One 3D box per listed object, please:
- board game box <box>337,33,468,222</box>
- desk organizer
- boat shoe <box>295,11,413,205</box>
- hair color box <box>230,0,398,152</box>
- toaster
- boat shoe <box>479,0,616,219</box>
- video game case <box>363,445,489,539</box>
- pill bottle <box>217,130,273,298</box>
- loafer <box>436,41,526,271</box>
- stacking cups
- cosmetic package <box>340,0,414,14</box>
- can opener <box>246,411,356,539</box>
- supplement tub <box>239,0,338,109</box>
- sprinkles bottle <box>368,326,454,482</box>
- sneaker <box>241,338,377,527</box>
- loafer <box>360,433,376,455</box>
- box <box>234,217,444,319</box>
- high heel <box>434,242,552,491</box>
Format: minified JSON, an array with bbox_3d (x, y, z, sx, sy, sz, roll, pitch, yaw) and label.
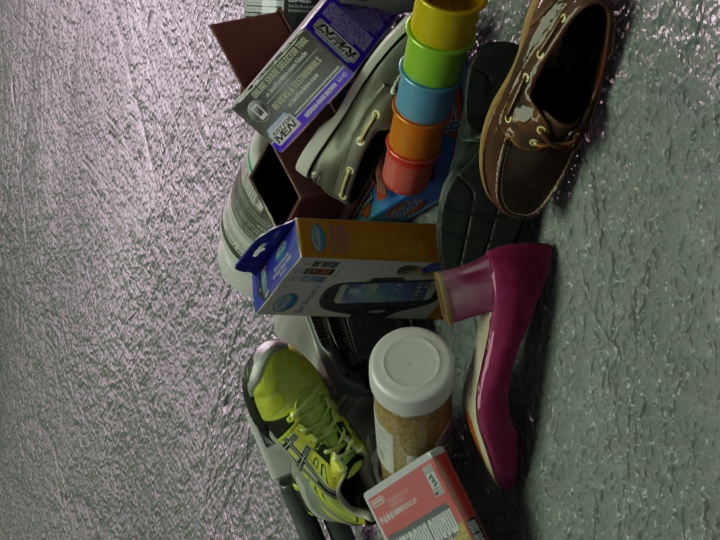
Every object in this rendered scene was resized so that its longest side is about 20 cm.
[{"bbox_3d":[0.038,-0.128,1.829,0.200,0.045,0.153,149,119,-64],"label":"board game box"},{"bbox_3d":[-0.072,-0.133,1.870,0.200,0.077,0.072,62,147,21],"label":"desk organizer"},{"bbox_3d":[0.019,-0.139,1.740,0.060,0.072,0.202,41,125,7],"label":"boat shoe"},{"bbox_3d":[-0.028,-0.196,1.799,0.109,0.065,0.200,-44,6,34],"label":"hair color box"},{"bbox_3d":[-0.007,0.065,1.851,0.129,0.113,0.201,121,137,-57],"label":"toaster"},{"bbox_3d":[0.140,-0.125,1.548,0.070,0.070,0.201,-120,37,-57],"label":"boat shoe"},{"bbox_3d":[0.077,0.251,1.675,0.201,0.017,0.143,63,152,8],"label":"video game case"},{"bbox_3d":[-0.072,-0.059,1.998,0.200,0.113,0.114,119,145,-57],"label":"pill bottle"},{"bbox_3d":[0.105,-0.083,1.653,0.072,0.072,0.201,-63,-14,-80],"label":"loafer"},{"bbox_3d":[0.058,-0.144,1.657,0.201,0.060,0.061,99,157,-43],"label":"stacking cups"},{"bbox_3d":[0.021,-0.320,1.792,0.090,0.106,0.201,-59,39,42],"label":"cosmetic package"},{"bbox_3d":[-0.048,0.207,1.913,0.067,0.053,0.201,-111,0,-75],"label":"can opener"},{"bbox_3d":[-0.059,-0.253,1.989,0.107,0.107,0.201,-162,75,-66],"label":"supplement tub"},{"bbox_3d":[0.044,0.121,1.696,0.200,0.068,0.068,85,172,-60],"label":"sprinkles bottle"},{"bbox_3d":[-0.032,0.137,1.758,0.076,0.075,0.200,12,141,45],"label":"sneaker"},{"bbox_3d":[-0.029,0.109,1.969,0.070,0.070,0.200,92,164,-48],"label":"loafer"},{"bbox_3d":[0.000,0.000,1.716,0.119,0.199,0.042,130,135,-57],"label":"box"},{"bbox_3d":[0.124,0.076,1.639,0.067,0.096,0.201,-122,17,-75],"label":"high heel"}]
